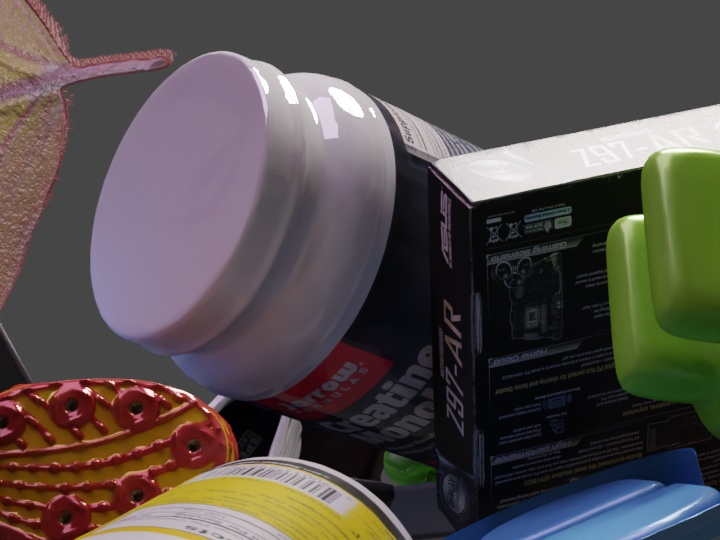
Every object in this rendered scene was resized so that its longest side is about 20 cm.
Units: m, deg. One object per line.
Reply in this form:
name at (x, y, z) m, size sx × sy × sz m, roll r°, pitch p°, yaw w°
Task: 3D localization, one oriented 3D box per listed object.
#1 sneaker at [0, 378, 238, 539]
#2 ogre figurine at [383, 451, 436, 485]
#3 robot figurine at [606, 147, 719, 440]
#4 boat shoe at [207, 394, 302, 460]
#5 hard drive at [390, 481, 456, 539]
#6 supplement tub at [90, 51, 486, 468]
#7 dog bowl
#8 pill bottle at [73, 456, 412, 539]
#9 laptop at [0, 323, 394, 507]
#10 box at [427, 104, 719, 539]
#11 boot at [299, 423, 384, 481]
sneaker at (-0.134, 0.096, 0.699) m, size 0.199 × 0.073 × 0.077 m, roll -22°, pitch -28°, yaw 8°
ogre figurine at (0.038, 0.058, 0.997) m, size 0.199 × 0.099 × 0.120 m, roll 2°, pitch -21°, yaw 23°
robot figurine at (0.189, 0.009, 0.678) m, size 0.199 × 0.116 × 0.176 m, roll 5°, pitch -34°, yaw -8°
boat shoe at (-0.093, 0.130, 0.982) m, size 0.065 × 0.073 × 0.201 m, roll 99°, pitch -163°, yaw -58°
hard drive at (0.013, 0.123, 0.959) m, size 0.131 × 0.026 × 0.200 m, roll -7°, pitch -8°, yaw 10°
supplement tub at (0.000, 0.000, 0.835) m, size 0.199 × 0.141 × 0.140 m, roll 22°, pitch -30°, yaw -35°
dog bowl at (0.085, 0.105, 0.666) m, size 0.111 × 0.050 × 0.200 m, roll -21°, pitch -2°, yaw -9°
pill bottle at (-0.050, 0.122, 0.554) m, size 0.111 × 0.112 × 0.200 m, roll -22°, pitch -2°, yaw 16°
laptop at (-0.094, 0.076, 0.823) m, size 0.199 × 0.104 × 0.178 m, roll 9°, pitch -33°, yaw -5°
box at (0.128, 0.018, 0.783) m, size 0.199 × 0.161 × 0.044 m, roll -13°, pitch 29°, yaw -16°
boot at (-0.056, 0.109, 1.089) m, size 0.076 × 0.201 × 0.168 m, roll 21°, pitch 22°, yaw 31°
